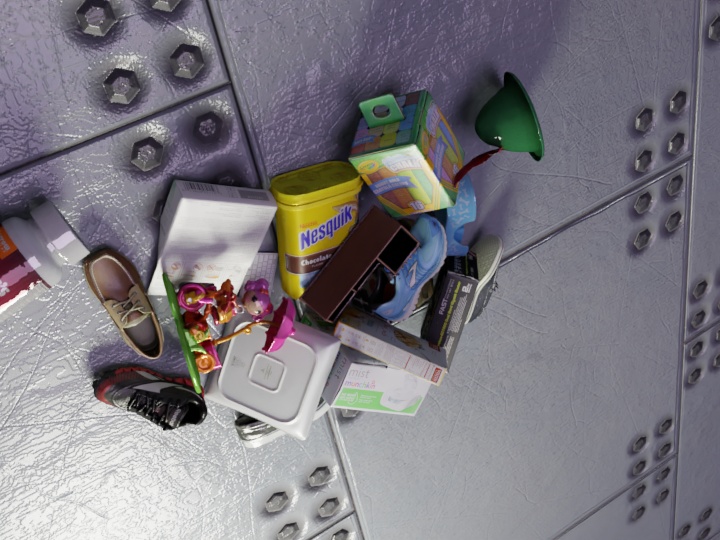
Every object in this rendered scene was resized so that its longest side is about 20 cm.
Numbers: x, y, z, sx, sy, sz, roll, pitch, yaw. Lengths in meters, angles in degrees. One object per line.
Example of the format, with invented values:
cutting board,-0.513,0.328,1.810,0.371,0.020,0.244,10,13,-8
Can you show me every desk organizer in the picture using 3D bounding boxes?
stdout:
desk organizer,0.000,0.000,1.388,0.200,0.077,0.072,-52,137,-1

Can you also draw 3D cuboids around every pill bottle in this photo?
pill bottle,-0.477,-0.002,1.147,0.200,0.110,0.110,-37,130,-11

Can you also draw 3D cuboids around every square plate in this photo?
square plate,-0.155,0.169,1.432,0.028,0.198,0.200,-47,158,-72

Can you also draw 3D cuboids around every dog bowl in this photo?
dog bowl,0.155,-0.101,1.506,0.050,0.112,0.200,-13,146,-11

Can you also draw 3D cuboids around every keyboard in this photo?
keyboard,-0.184,0.061,1.449,0.056,0.011,0.200,-2,116,-34

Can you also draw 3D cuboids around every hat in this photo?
hat,0.207,-0.236,1.470,0.176,0.200,0.166,-23,85,2

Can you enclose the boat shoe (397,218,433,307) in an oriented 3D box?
boat shoe,0.100,-0.021,1.564,0.064,0.071,0.200,-30,137,-25

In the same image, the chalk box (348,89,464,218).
chalk box,0.068,-0.199,1.368,0.200,0.124,0.124,49,44,-42

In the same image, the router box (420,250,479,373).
router box,0.164,0.070,1.596,0.062,0.150,0.200,15,112,1

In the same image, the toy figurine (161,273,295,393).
toy figurine,-0.197,0.072,1.338,0.184,0.150,0.200,-17,111,-11

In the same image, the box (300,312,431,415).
box,0.001,0.167,1.526,0.200,0.176,0.097,14,109,-39

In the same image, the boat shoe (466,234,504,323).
boat shoe,0.236,0.018,1.674,0.062,0.075,0.200,-1,121,-40

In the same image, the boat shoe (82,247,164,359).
boat shoe,-0.348,0.054,1.290,0.076,0.074,0.200,-34,130,-14

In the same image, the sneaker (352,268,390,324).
sneaker,0.039,0.019,1.538,0.083,0.081,0.200,-41,143,-38

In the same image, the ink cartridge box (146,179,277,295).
ink cartridge box,-0.240,-0.045,1.337,0.161,0.050,0.200,3,133,-33

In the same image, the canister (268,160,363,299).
canister,-0.069,-0.064,1.407,0.148,0.087,0.200,-20,127,-27

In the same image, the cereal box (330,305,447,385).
cereal box,0.053,0.127,1.473,0.200,0.144,0.040,23,99,1

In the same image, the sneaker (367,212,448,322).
sneaker,0.077,-0.006,1.438,0.090,0.078,0.200,15,103,-47

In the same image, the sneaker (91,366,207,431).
sneaker,-0.332,0.210,1.376,0.200,0.098,0.071,19,106,-38

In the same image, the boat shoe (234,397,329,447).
boat shoe,-0.134,0.251,1.552,0.200,0.071,0.064,-29,130,-16
